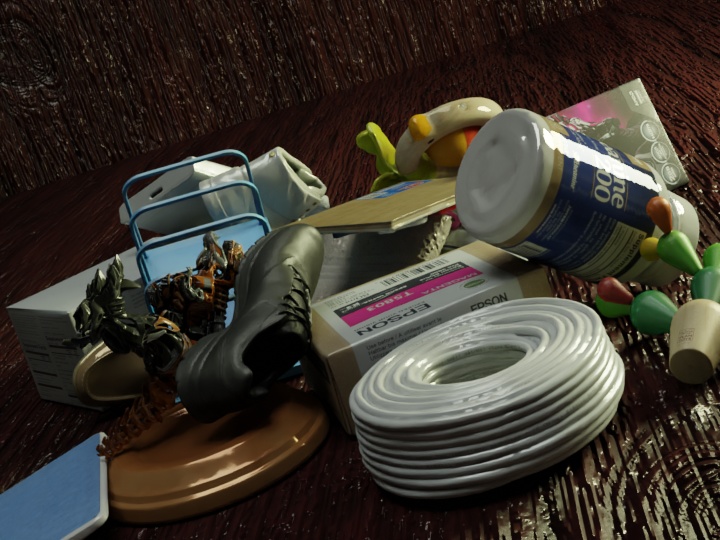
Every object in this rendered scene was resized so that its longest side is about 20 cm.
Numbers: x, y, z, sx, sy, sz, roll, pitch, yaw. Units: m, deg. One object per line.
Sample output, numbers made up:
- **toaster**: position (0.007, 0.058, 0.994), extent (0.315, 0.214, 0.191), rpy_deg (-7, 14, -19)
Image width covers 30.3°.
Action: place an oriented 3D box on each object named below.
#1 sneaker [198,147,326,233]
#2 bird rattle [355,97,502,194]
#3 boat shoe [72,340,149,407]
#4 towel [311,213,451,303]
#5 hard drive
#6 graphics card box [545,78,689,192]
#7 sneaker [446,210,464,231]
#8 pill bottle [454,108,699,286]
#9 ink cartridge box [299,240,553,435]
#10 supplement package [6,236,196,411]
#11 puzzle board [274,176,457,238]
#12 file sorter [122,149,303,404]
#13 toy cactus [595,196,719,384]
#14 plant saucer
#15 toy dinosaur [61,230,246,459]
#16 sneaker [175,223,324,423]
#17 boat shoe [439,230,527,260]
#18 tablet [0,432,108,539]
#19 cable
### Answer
- **sneaker**: position (-0.079, -0.046, 1.424), extent (0.115, 0.201, 0.074), rpy_deg (-27, 48, 5)
- **bird rattle**: position (0.102, -0.127, 1.450), extent (0.198, 0.114, 0.163), rpy_deg (-8, -24, -14)
- **boat shoe**: position (-0.186, 0.082, 1.314), extent (0.198, 0.072, 0.064), rpy_deg (-22, 14, -19)
- **towel**: position (0.000, 0.000, 1.326), extent (0.199, 0.034, 0.134), rpy_deg (-1, 60, 52)
- **hard drive**: position (-0.149, -0.068, 1.481), extent (0.131, 0.027, 0.199), rpy_deg (-29, -29, 37)
- **graphics card box**: position (0.227, -0.104, 1.372), extent (0.198, 0.127, 0.051), rpy_deg (-23, -7, -21)
- **sneaker**: position (0.120, -0.049, 1.431), extent (0.200, 0.088, 0.074), rpy_deg (-41, 40, 2)
- **pill bottle**: position (0.186, -0.052, 1.109), extent (0.198, 0.112, 0.111), rpy_deg (18, -7, -32)
- **ink cartridge box**: position (0.051, 0.051, 1.129), extent (0.198, 0.076, 0.165), rpy_deg (-21, 13, -11)
- **supplement package**: position (-0.247, 0.051, 1.427), extent (0.199, 0.112, 0.155), rpy_deg (-28, 17, -35)
- **puzzle board**: position (0.036, -0.061, 1.288), extent (0.150, 0.018, 0.199), rpy_deg (-3, 14, 43)
- **file sorter**: position (-0.141, 0.002, 1.260), extent (0.137, 0.123, 0.201), rpy_deg (-16, 47, -6)
- **toy cactus**: position (0.261, 0.017, 0.987), extent (0.198, 0.103, 0.165), rpy_deg (-1, 30, 26)
- **plant saucer**: position (-0.123, 0.141, 1.088), extent (0.198, 0.038, 0.200), rpy_deg (-17, 14, 4)
- **toy dinosaur**: position (-0.165, 0.054, 1.099), extent (0.102, 0.135, 0.201), rpy_deg (-41, 25, 47)
- **sneaker**: position (-0.068, 0.041, 1.088), extent (0.090, 0.076, 0.201), rpy_deg (-11, 42, 43)
- **boat shoe**: position (0.081, 0.004, 1.316), extent (0.199, 0.072, 0.063), rpy_deg (1, 61, 50)
- **tablet**: position (-0.255, 0.195, 1.056), extent (0.129, 0.014, 0.200), rpy_deg (-33, 16, -3)
- **cable**: position (0.089, 0.088, 0.949), extent (0.198, 0.070, 0.200), rpy_deg (-17, 14, 4)
